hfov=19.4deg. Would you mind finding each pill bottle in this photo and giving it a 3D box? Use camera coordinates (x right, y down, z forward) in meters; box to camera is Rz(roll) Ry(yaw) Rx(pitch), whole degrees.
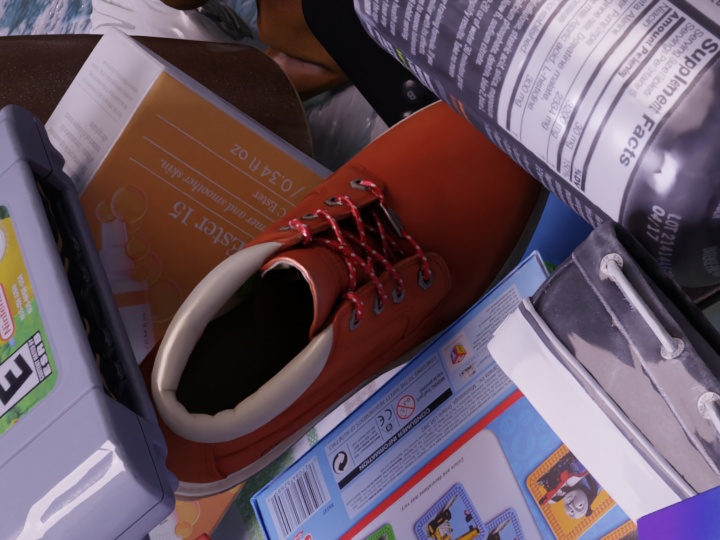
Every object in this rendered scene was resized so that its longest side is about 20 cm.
[{"bbox_3d":[0.097,-0.067,0.707,0.200,0.106,0.107,43,101,27],"label":"pill bottle"}]

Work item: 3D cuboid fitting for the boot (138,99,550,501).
[{"bbox_3d":[0.000,0.000,0.739,0.200,0.075,0.107,-43,-7,-15],"label":"boot"}]

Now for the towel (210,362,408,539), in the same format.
[{"bbox_3d":[-0.005,0.114,0.804,0.200,0.031,0.150,-43,50,24],"label":"towel"}]

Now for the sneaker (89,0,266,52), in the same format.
[{"bbox_3d":[-0.125,-0.130,1.147,0.100,0.078,0.200,-54,32,14],"label":"sneaker"}]

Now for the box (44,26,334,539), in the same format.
[{"bbox_3d":[-0.095,0.025,0.844,0.201,0.124,0.097,-57,24,3],"label":"box"}]

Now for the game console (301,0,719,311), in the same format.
[{"bbox_3d":[0.078,-0.072,0.799,0.199,0.176,0.117,-33,12,33],"label":"game console"}]

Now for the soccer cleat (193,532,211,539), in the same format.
[{"bbox_3d":[-0.033,0.162,0.611,0.077,0.069,0.200,-38,45,-1],"label":"soccer cleat"}]

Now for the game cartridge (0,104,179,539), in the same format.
[{"bbox_3d":[-0.138,0.046,0.717,0.133,0.040,0.201,-43,42,15],"label":"game cartridge"}]

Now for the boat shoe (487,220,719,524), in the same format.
[{"bbox_3d":[0.123,0.063,0.621,0.068,0.072,0.200,-49,58,11],"label":"boat shoe"}]

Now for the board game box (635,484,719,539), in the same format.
[{"bbox_3d":[0.141,0.144,0.460,0.045,0.199,0.135,-28,44,37],"label":"board game box"}]

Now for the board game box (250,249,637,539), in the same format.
[{"bbox_3d":[0.051,0.117,0.710,0.151,0.036,0.201,-41,49,23],"label":"board game box"}]

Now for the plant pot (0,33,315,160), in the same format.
[{"bbox_3d":[-0.153,-0.028,0.944,0.186,0.199,0.189,-17,68,51],"label":"plant pot"}]

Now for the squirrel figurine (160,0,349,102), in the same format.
[{"bbox_3d":[-0.042,-0.189,0.978,0.199,0.186,0.143,-7,58,51],"label":"squirrel figurine"}]
